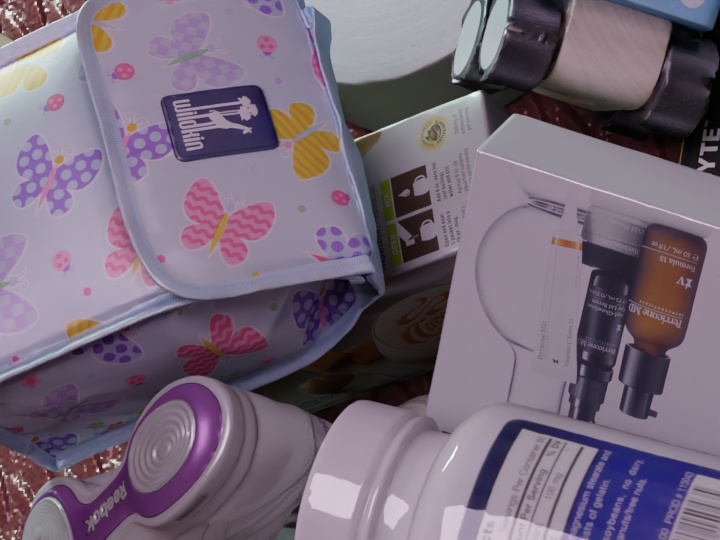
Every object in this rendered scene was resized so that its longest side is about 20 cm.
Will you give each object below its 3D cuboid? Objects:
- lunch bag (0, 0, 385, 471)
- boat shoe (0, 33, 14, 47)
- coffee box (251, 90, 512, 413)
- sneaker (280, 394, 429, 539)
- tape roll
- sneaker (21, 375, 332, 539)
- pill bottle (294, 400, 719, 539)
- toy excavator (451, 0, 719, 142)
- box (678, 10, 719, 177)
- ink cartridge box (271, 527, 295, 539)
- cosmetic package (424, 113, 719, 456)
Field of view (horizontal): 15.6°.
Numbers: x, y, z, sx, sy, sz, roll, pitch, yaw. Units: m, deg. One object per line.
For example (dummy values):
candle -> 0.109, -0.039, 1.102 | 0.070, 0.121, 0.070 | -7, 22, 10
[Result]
lunch bag -> -0.097, -0.031, 1.174 | 0.200, 0.127, 0.170 | -21, 63, 15
boat shoe -> -0.191, -0.084, 1.420 | 0.200, 0.075, 0.068 | 19, 75, 34
coffee box -> 0.000, 0.000, 1.247 | 0.200, 0.114, 0.080 | -20, 62, 22
sneaker -> -0.027, 0.130, 1.231 | 0.200, 0.081, 0.075 | -43, 53, 7
tape roll -> 0.028, -0.173, 1.332 | 0.200, 0.066, 0.201 | -12, 64, 27
sneaker -> -0.083, 0.116, 1.178 | 0.200, 0.100, 0.075 | -37, 53, 44
pill bottle -> 0.081, 0.120, 1.071 | 0.200, 0.120, 0.120 | 14, 78, 19
toy excavator -> 0.125, -0.166, 1.160 | 0.100, 0.194, 0.200 | 15, 90, -10
box -> 0.228, -0.075, 1.174 | 0.160, 0.049, 0.200 | 1, 67, 27
ink cartridge box -> 0.027, 0.186, 1.120 | 0.162, 0.050, 0.200 | 4, 26, 1
cosmetic package -> 0.134, 0.036, 1.110 | 0.200, 0.052, 0.151 | 18, 120, 16
